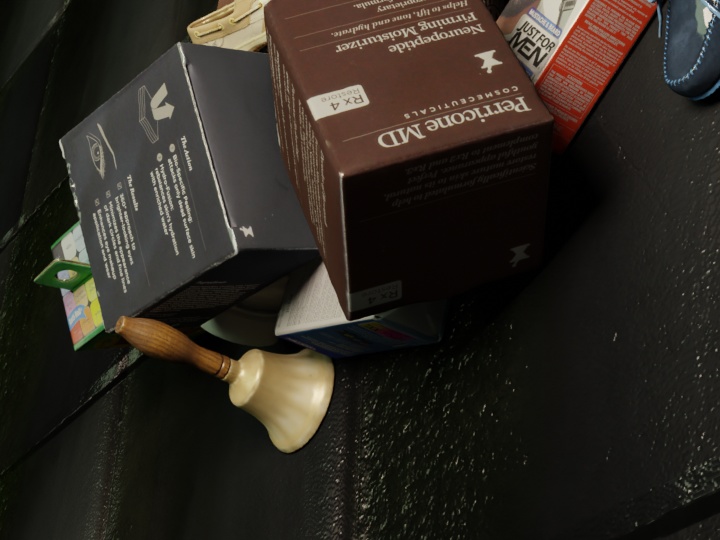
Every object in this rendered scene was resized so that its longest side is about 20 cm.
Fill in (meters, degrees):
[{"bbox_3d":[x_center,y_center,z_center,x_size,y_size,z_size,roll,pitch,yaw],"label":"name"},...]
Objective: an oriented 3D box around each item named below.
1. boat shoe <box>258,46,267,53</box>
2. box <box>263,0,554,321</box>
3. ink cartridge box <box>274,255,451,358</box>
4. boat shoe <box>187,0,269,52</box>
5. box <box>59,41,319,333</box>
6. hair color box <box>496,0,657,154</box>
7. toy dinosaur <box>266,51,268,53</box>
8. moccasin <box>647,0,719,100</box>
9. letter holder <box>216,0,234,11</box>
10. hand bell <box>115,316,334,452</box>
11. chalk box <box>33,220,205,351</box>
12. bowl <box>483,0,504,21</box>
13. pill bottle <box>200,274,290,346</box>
[{"bbox_3d":[-0.120,-0.176,1.540,0.072,0.072,0.201,45,118,42],"label":"boat shoe"},{"bbox_3d":[0.033,-0.103,1.107,0.165,0.165,0.201,87,163,-49],"label":"box"},{"bbox_3d":[0.000,0.000,1.278,0.199,0.076,0.137,-11,60,55],"label":"ink cartridge box"},{"bbox_3d":[-0.099,-0.264,1.425,0.199,0.069,0.074,-31,17,35],"label":"boat shoe"},{"bbox_3d":[-0.155,-0.070,1.307,0.199,0.117,0.198,-29,71,40],"label":"box"},{"bbox_3d":[0.173,-0.208,1.154,0.201,0.064,0.111,-57,29,14],"label":"hair color box"},{"bbox_3d":[-0.071,-0.183,1.468,0.198,0.137,0.102,-9,31,10],"label":"toy dinosaur"},{"bbox_3d":[0.241,-0.221,1.041,0.080,0.068,0.202,-19,53,54],"label":"moccasin"},{"bbox_3d":[-0.086,-0.293,1.625,0.142,0.100,0.201,-30,44,45],"label":"letter holder"},{"bbox_3d":[-0.133,0.086,1.310,0.104,0.199,0.105,-38,39,40],"label":"hand bell"},{"bbox_3d":[-0.243,0.006,1.528,0.124,0.199,0.125,-31,71,47],"label":"chalk box"},{"bbox_3d":[0.050,-0.187,1.281,0.199,0.095,0.201,-20,12,4],"label":"bowl"},{"bbox_3d":[-0.094,-0.034,1.408,0.114,0.114,0.201,47,123,60],"label":"pill bottle"}]
